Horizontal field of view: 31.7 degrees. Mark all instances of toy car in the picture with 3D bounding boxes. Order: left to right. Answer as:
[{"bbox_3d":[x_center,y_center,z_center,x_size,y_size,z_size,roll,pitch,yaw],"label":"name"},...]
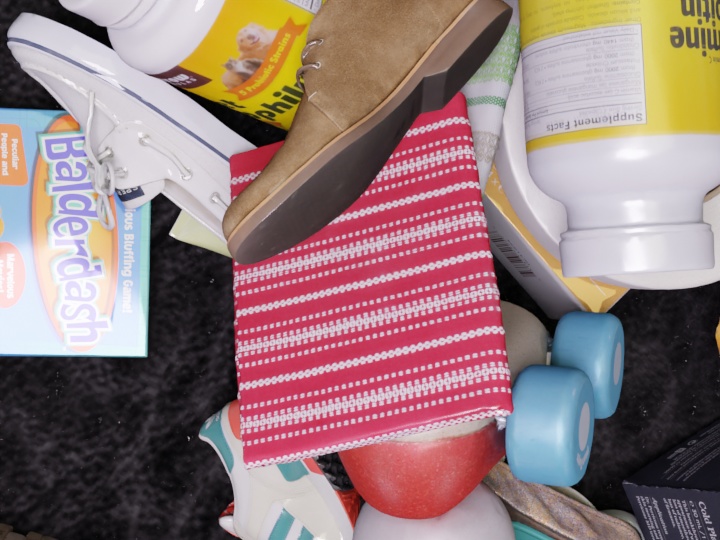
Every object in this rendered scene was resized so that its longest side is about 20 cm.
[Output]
[{"bbox_3d":[0.048,0.129,0.732,0.183,0.177,0.201,4,107,21],"label":"toy car"}]

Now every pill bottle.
[{"bbox_3d":[-0.064,-0.146,0.706,0.199,0.109,0.110,18,87,-40],"label":"pill bottle"},{"bbox_3d":[0.142,-0.099,0.674,0.111,0.112,0.202,-3,89,-9],"label":"pill bottle"}]

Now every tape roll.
[{"bbox_3d":[0.176,-0.089,0.754,0.201,0.037,0.204,0,89,-9],"label":"tape roll"}]

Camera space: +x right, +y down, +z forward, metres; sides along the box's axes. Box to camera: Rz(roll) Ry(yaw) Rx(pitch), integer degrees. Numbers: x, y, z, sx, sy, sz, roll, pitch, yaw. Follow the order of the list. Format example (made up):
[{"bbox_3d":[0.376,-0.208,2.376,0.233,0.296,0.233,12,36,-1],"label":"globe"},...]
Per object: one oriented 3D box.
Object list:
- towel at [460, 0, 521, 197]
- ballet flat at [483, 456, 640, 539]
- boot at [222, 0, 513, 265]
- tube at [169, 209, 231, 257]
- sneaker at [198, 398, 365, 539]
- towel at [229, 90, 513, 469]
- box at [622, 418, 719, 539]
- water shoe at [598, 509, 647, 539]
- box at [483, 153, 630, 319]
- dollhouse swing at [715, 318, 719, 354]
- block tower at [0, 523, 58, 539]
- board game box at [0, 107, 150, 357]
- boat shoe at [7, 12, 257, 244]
[{"bbox_3d":[0.029,-0.096,0.756,0.031,0.149,0.201,27,69,-35],"label":"towel"},{"bbox_3d":[0.091,0.149,0.819,0.199,0.068,0.067,30,41,17],"label":"ballet flat"},{"bbox_3d":[-0.012,-0.087,0.655,0.075,0.074,0.200,40,71,9],"label":"boot"},{"bbox_3d":[-0.017,-0.013,0.820,0.199,0.058,0.052,26,128,-4],"label":"tube"},{"bbox_3d":[-0.035,0.164,0.811,0.093,0.070,0.201,-17,106,24],"label":"sneaker"},{"bbox_3d":[0.000,0.000,0.668,0.144,0.023,0.201,-15,57,15],"label":"towel"},{"bbox_3d":[0.288,0.202,0.787,0.104,0.182,0.201,-25,96,-24],"label":"box"},{"bbox_3d":[0.117,0.235,0.822,0.200,0.079,0.072,-37,96,-8],"label":"water shoe"},{"bbox_3d":[0.167,-0.079,0.820,0.200,0.097,0.124,-44,95,-7],"label":"box"},{"bbox_3d":[0.358,0.017,0.807,0.175,0.181,0.201,20,86,-50],"label":"dollhouse swing"},{"bbox_3d":[-0.159,0.208,0.790,0.199,0.058,0.054,18,87,-7],"label":"block tower"},{"bbox_3d":[-0.229,-0.024,0.782,0.199,0.045,0.153,0,90,-11],"label":"board game box"},{"bbox_3d":[-0.131,-0.064,0.746,0.202,0.074,0.086,34,81,-27],"label":"boat shoe"}]
